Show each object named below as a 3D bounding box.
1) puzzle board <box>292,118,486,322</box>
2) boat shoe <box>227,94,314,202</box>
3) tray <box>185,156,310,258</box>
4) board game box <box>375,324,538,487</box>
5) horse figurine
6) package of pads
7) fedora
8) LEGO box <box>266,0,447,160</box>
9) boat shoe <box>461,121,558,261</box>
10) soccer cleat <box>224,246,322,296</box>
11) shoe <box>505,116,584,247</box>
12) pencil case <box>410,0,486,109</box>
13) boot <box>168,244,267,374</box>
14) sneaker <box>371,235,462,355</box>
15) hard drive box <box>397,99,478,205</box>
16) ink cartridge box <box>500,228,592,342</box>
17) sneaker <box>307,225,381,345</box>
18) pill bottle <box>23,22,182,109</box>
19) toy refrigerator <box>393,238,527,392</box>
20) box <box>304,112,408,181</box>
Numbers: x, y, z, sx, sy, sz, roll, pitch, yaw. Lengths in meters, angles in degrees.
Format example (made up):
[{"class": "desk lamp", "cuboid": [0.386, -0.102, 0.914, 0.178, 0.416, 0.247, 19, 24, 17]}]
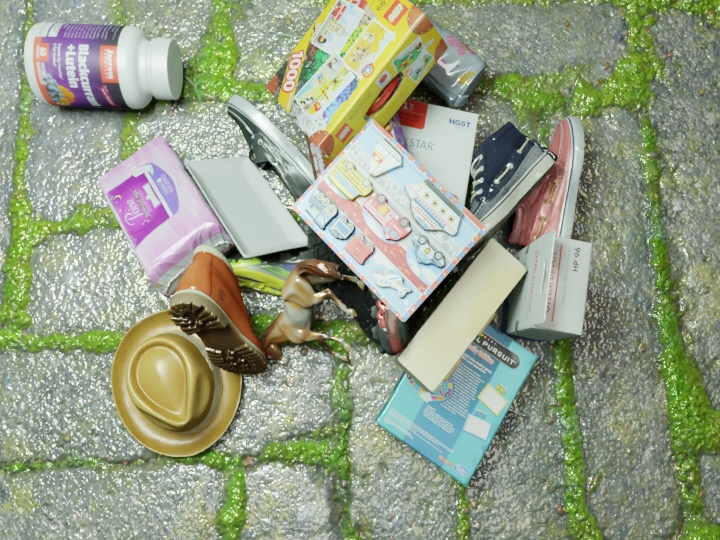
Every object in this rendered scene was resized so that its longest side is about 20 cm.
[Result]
[{"class": "puzzle board", "cuboid": [0.033, -0.064, 0.754, 0.200, 0.017, 0.151, 44, 90, 8]}, {"class": "boat shoe", "cuboid": [-0.130, -0.170, 0.904, 0.057, 0.069, 0.200, -44, 87, -7]}, {"class": "tray", "cuboid": [-0.159, -0.087, 0.860, 0.105, 0.023, 0.201, -13, 52, -36]}, {"class": "board game box", "cuboid": [0.133, 0.166, 0.868, 0.149, 0.047, 0.203, 32, 82, 4]}, {"class": "horse figurine", "cuboid": [-0.067, 0.055, 0.836, 0.129, 0.204, 0.050, 17, 37, 6]}, {"class": "package of pads", "cuboid": [-0.269, -0.076, 0.853, 0.119, 0.076, 0.201, -36, 62, -6]}, {"class": "fedora", "cuboid": [-0.258, 0.152, 0.844, 0.193, 0.082, 0.208, 0, 82, -1]}, {"class": "LEGO box", "cuboid": [-0.009, -0.262, 0.805, 0.201, 0.077, 0.150, -49, 57, 12]}, {"class": "boat shoe", "cuboid": [0.171, -0.110, 0.845, 0.093, 0.075, 0.200, 43, 77, 11]}, {"class": "soccer cleat", "cuboid": [-0.145, 0.005, 0.880, 0.193, 0.065, 0.086, -3, 121, 9]}, {"class": "shoe", "cuboid": [0.264, -0.130, 0.903, 0.088, 0.071, 0.207, 9, 85, -3]}, {"class": "pencil case", "cuboid": [0.093, -0.328, 0.919, 0.198, 0.084, 0.091, 39, 44, 3]}, {"class": "boot", "cuboid": [-0.172, 0.058, 0.816, 0.073, 0.202, 0.110, -9, 49, 13]}, {"class": "sneaker", "cuboid": [0.075, 0.010, 0.783, 0.095, 0.071, 0.206, 8, 71, 27]}, {"class": "hard drive box", "cuboid": [0.076, -0.130, 0.897, 0.150, 0.077, 0.207, 10, 81, 0]}, {"class": "ink cartridge box", "cuboid": [0.245, 0.027, 0.814, 0.065, 0.200, 0.120, 9, 81, 0]}, {"class": "sneaker", "cuboid": [0.000, 0.000, 0.859, 0.074, 0.088, 0.203, -22, 108, 34]}, {"class": "pill bottle", "cuboid": [-0.362, -0.293, 0.894, 0.193, 0.112, 0.116, 2, 81, -1]}, {"class": "toy refrigerator", "cuboid": [0.132, 0.063, 0.823, 0.070, 0.076, 0.201, 39, 82, 6]}, {"class": "box", "cuboid": [-0.019, -0.223, 0.873, 0.134, 0.039, 0.206, -26, 64, 26]}]
